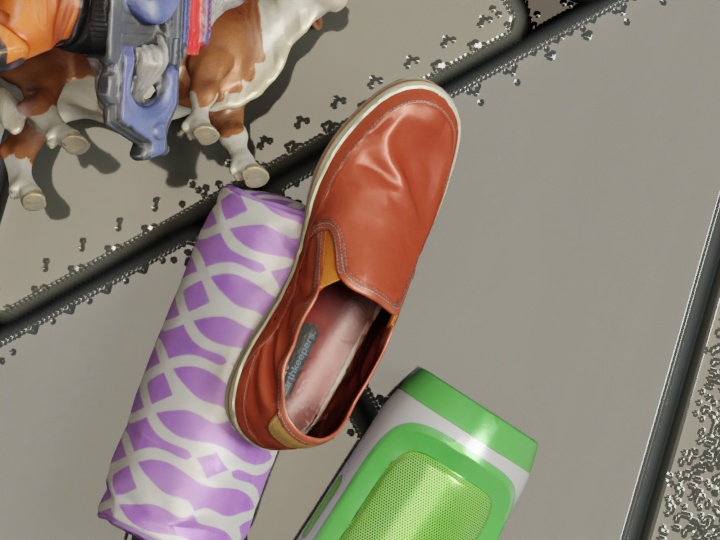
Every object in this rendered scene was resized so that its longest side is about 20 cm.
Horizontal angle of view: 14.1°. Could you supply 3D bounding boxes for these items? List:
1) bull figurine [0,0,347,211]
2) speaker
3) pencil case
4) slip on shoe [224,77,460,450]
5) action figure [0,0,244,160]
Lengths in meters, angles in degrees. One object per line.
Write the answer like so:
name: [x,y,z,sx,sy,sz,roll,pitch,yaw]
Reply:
bull figurine: [-0.100,-0.100,1.492,0.199,0.065,0.122,-9,49,7]
speaker: [0.008,0.153,1.487,0.088,0.088,0.200,33,89,1]
pencil case: [-0.066,0.053,1.495,0.084,0.085,0.201,23,89,37]
slip on shoe: [0.000,0.000,1.435,0.074,0.061,0.201,29,84,-32]
action figure: [-0.143,-0.161,1.409,0.193,0.104,0.201,9,92,-33]
